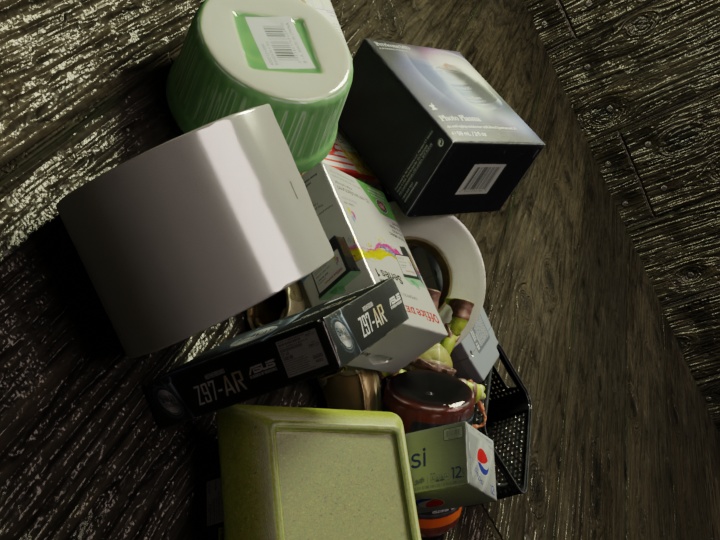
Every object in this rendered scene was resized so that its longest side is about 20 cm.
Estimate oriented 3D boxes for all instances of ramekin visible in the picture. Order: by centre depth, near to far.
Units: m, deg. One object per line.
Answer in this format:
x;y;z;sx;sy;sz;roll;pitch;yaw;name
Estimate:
-0.103;-0.210;0.960;0.196;0.098;0.203;14;49;-17;ramekin

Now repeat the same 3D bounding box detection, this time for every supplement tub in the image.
0.069;0.225;1.019;0.107;0.105;0.205;-31;130;-63;supplement tub

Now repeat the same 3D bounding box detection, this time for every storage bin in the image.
0.178;0.222;1.305;0.136;0.092;0.202;55;29;-25;storage bin

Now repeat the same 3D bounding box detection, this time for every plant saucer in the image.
-0.022;0.211;0.790;0.196;0.048;0.204;8;59;-30;plant saucer

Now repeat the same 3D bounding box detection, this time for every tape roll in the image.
-0.138;-0.033;0.761;0.142;0.200;0.202;66;27;-7;tape roll
0.062;0.013;1.139;0.037;0.199;0.207;152;-82;-78;tape roll

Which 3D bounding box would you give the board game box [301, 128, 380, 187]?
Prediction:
-0.071;-0.161;1.098;0.153;0.046;0.199;53;22;17;board game box

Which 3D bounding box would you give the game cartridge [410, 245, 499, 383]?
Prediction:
0.128;0.049;1.231;0.203;0.040;0.133;65;23;-5;game cartridge

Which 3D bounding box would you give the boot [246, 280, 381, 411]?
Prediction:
-0.052;0.085;0.982;0.155;0.072;0.204;19;53;-58;boot

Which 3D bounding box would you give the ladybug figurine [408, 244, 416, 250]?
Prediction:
0.079;0.015;1.284;0.200;0.071;0.138;44;35;-41;ladybug figurine

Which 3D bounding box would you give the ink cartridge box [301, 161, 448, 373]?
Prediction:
0.000;0.000;0.993;0.144;0.083;0.203;18;43;-58;ink cartridge box

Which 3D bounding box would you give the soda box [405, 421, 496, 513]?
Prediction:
0.038;0.212;0.920;0.068;0.197;0.065;37;44;-46;soda box

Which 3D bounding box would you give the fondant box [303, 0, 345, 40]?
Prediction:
-0.083;-0.341;1.245;0.144;0.057;0.204;-24;93;-64;fondant box

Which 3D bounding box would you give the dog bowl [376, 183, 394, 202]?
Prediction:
0.061;-0.152;1.292;0.198;0.079;0.202;33;31;-23;dog bowl

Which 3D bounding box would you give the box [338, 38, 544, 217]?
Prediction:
0.095;-0.185;1.151;0.197;0.124;0.199;-7;50;-45;box

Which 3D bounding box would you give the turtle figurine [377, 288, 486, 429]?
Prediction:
0.076;0.107;1.080;0.064;0.195;0.165;152;-49;-77;turtle figurine

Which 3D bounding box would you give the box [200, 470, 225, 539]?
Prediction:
-0.076;0.295;0.812;0.157;0.050;0.204;31;45;-50;box

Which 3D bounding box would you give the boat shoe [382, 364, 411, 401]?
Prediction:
0.071;0.142;1.179;0.074;0.075;0.202;52;30;-23;boat shoe

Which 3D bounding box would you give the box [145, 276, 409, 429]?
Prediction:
-0.072;0.073;0.811;0.160;0.197;0.044;-28;96;-63;box
